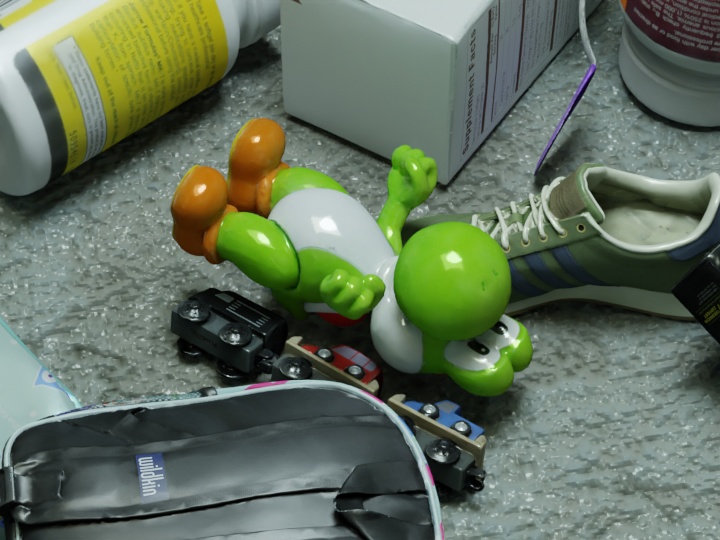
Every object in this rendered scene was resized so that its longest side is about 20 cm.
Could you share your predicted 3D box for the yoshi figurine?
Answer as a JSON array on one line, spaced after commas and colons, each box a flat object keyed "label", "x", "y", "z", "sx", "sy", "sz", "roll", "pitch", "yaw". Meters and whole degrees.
[{"label": "yoshi figurine", "x": 0.005, "y": -0.013, "z": 1.419, "sx": 0.200, "sy": 0.112, "sz": 0.113, "roll": 30, "pitch": 93, "yaw": 17}]

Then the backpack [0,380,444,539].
[{"label": "backpack", "x": -0.057, "y": 0.147, "z": 1.277, "sx": 0.199, "sy": 0.151, "sz": 0.178, "roll": -13, "pitch": 56, "yaw": 0}]

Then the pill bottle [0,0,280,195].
[{"label": "pill bottle", "x": -0.141, "y": -0.137, "z": 1.551, "sx": 0.200, "sy": 0.114, "sz": 0.114, "roll": -33, "pitch": 56, "yaw": -25}]

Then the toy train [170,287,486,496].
[{"label": "toy train", "x": -0.013, "y": 0.061, "z": 1.432, "sx": 0.200, "sy": 0.034, "sz": 0.046, "roll": 28, "pitch": 43, "yaw": 24}]

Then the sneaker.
[{"label": "sneaker", "x": 0.108, "y": -0.025, "z": 1.465, "sx": 0.199, "sy": 0.090, "sz": 0.067, "roll": 2, "pitch": 50, "yaw": 3}]

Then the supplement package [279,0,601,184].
[{"label": "supplement package", "x": 0.054, "y": -0.169, "z": 1.574, "sx": 0.117, "sy": 0.118, "sz": 0.200, "roll": 26, "pitch": 53, "yaw": 21}]

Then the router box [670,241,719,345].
[{"label": "router box", "x": 0.281, "y": 0.000, "z": 1.433, "sx": 0.200, "sy": 0.051, "sz": 0.149, "roll": -40, "pitch": 85, "yaw": -29}]

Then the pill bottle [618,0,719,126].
[{"label": "pill bottle", "x": 0.205, "y": -0.183, "z": 1.525, "sx": 0.114, "sy": 0.200, "sz": 0.114, "roll": 3, "pitch": 49, "yaw": -3}]

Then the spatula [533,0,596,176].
[{"label": "spatula", "x": 0.131, "y": -0.150, "z": 1.544, "sx": 0.020, "sy": 0.057, "sz": 0.201, "roll": 13, "pitch": 79, "yaw": 0}]

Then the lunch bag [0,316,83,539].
[{"label": "lunch bag", "x": -0.245, "y": 0.080, "z": 1.388, "sx": 0.160, "sy": 0.077, "sz": 0.200, "roll": -34, "pitch": 57, "yaw": -24}]
